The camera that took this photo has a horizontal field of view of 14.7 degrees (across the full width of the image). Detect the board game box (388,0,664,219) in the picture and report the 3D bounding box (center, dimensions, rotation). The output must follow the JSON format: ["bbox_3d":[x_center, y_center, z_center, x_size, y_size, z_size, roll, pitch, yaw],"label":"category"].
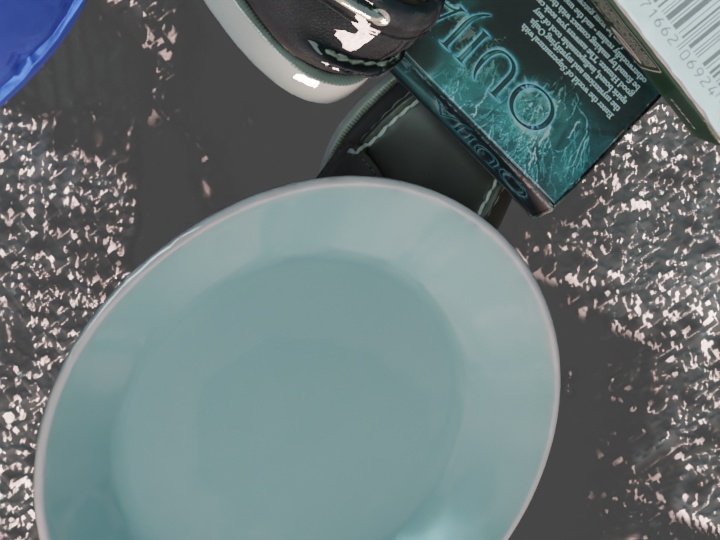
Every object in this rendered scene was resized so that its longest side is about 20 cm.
[{"bbox_3d":[0.039,-0.136,0.986,0.200,0.028,0.135,46,77,-6],"label":"board game box"}]

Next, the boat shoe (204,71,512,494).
[{"bbox_3d":[0.000,0.000,1.012,0.072,0.061,0.201,37,96,-9],"label":"boat shoe"}]

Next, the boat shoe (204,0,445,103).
[{"bbox_3d":[-0.051,-0.145,0.909,0.200,0.076,0.060,43,137,-12],"label":"boat shoe"}]

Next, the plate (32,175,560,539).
[{"bbox_3d":[-0.023,0.056,0.979,0.200,0.026,0.201,-11,117,-22],"label":"plate"}]

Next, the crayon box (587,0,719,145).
[{"bbox_3d":[0.158,-0.154,0.952,0.200,0.052,0.126,-39,99,0],"label":"crayon box"}]

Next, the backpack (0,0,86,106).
[{"bbox_3d":[-0.188,-0.125,0.929,0.162,0.168,0.200,-41,106,9],"label":"backpack"}]
